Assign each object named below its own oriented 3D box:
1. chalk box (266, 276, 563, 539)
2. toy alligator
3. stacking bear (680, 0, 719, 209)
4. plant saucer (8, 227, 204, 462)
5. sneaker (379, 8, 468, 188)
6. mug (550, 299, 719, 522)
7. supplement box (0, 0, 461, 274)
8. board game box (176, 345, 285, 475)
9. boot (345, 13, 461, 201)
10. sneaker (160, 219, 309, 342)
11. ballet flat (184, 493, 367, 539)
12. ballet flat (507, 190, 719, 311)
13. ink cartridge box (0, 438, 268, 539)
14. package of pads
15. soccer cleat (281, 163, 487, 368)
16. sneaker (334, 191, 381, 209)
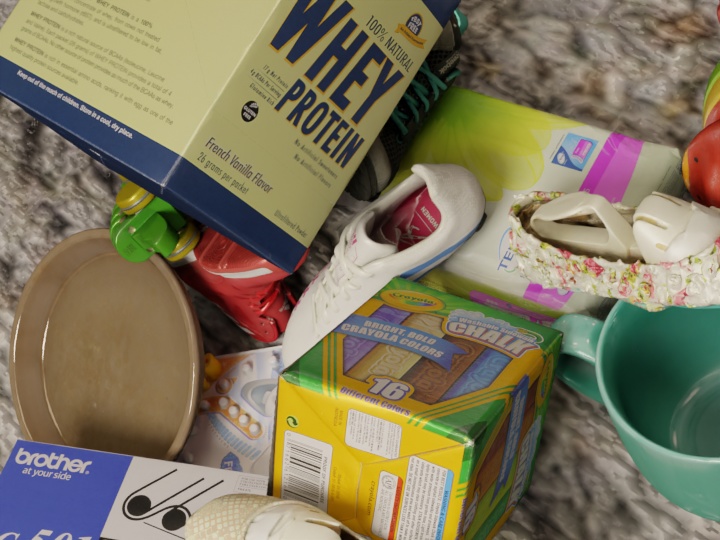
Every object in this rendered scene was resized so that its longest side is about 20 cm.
[{"bbox_3d":[0.045,0.092,0.812,0.123,0.125,0.200,18,29,22],"label":"chalk box"},{"bbox_3d":[-0.154,-0.056,0.941,0.054,0.059,0.200,-33,30,13],"label":"toy alligator"},{"bbox_3d":[0.267,-0.096,0.842,0.113,0.122,0.200,9,37,24],"label":"stacking bear"},{"bbox_3d":[-0.187,0.069,0.965,0.200,0.029,0.201,-1,88,35],"label":"plant saucer"},{"bbox_3d":[0.030,-0.139,0.955,0.091,0.078,0.200,-24,36,34],"label":"sneaker"},{"bbox_3d":[0.226,0.070,0.813,0.152,0.114,0.185,-38,45,-3],"label":"mug"},{"bbox_3d":[-0.088,-0.142,0.794,0.200,0.134,0.200,29,85,36],"label":"supplement box"},{"bbox_3d":[-0.046,0.138,0.927,0.199,0.026,0.201,-10,59,14],"label":"board game box"},{"bbox_3d":[0.015,-0.148,0.895,0.130,0.068,0.200,-17,59,-14],"label":"boot"},{"bbox_3d":[-0.067,-0.002,0.944,0.078,0.115,0.200,-56,28,-13],"label":"sneaker"},{"bbox_3d":[-0.003,0.165,0.705,0.199,0.062,0.068,25,51,10],"label":"ballet flat"},{"bbox_3d":[0.165,-0.017,0.791,0.200,0.064,0.076,3,45,46],"label":"ballet flat"},{"bbox_3d":[-0.154,0.176,0.875,0.199,0.044,0.094,6,49,14],"label":"ink cartridge box"},{"bbox_3d":[0.113,-0.038,0.943,0.200,0.068,0.155,21,71,31],"label":"package of pads"},{"bbox_3d":[0.000,0.000,0.888,0.200,0.086,0.070,-48,63,18],"label":"soccer cleat"},{"bbox_3d":[-0.059,-0.084,0.960,0.079,0.200,0.074,-12,68,37],"label":"sneaker"}]
